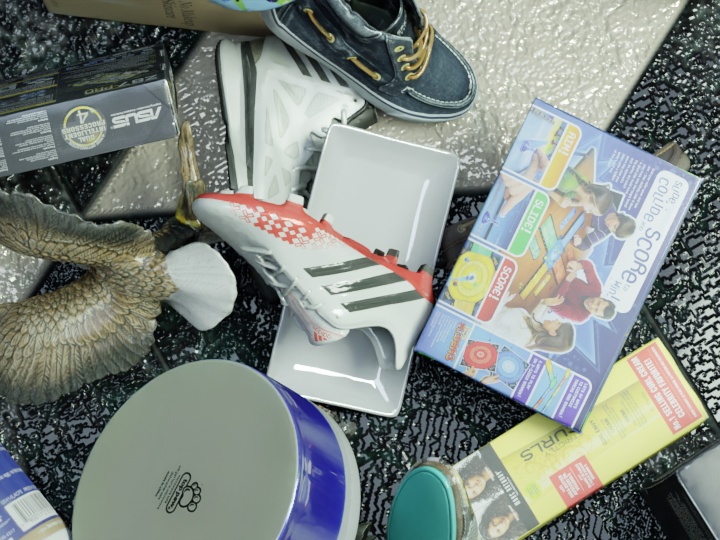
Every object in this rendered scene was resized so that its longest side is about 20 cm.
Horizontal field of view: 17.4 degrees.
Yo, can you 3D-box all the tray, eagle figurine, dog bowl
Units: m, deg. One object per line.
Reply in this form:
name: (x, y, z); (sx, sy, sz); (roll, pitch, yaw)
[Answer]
tray: (0.000, 0.000, 1.727); (0.107, 0.022, 0.202); (13, 93, -16)
eagle figurine: (-0.196, 0.001, 1.695); (0.199, 0.151, 0.153); (-17, 75, -25)
dog bowl: (-0.103, 0.167, 1.648); (0.199, 0.079, 0.201); (-17, 58, 29)

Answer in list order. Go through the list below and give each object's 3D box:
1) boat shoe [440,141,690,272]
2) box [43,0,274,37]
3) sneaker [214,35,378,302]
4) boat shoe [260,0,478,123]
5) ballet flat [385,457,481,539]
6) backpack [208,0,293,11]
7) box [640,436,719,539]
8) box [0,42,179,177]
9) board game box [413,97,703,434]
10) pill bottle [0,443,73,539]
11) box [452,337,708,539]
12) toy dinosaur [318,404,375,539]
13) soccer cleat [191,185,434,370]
boat shoe: (0.148, -0.049, 1.735); (0.199, 0.075, 0.074); (-29, 82, -5)
box: (-0.136, -0.229, 1.756); (0.198, 0.095, 0.078); (7, 81, 3)
sneaker: (-0.040, -0.082, 1.739); (0.114, 0.076, 0.202); (-8, 78, 1)
boat shoe: (0.027, -0.163, 1.699); (0.199, 0.091, 0.071); (25, 73, -34)
ballet flat: (0.051, 0.210, 1.664); (0.071, 0.072, 0.202); (11, 117, 2)
backpack: (-0.094, -0.281, 1.624); (0.199, 0.135, 0.183); (29, 76, 29)
box: (0.317, 0.144, 1.639); (0.199, 0.198, 0.124); (-31, 83, -4)
box: (-0.231, -0.111, 1.702); (0.198, 0.161, 0.049); (-13, 103, -3)
board game box: (0.141, -0.003, 1.680); (0.135, 0.034, 0.201); (27, 92, 6)
pill bottle: (-0.305, 0.154, 1.684); (0.116, 0.116, 0.200); (-39, 82, -6)
box: (0.151, 0.133, 1.716); (0.199, 0.050, 0.076); (-31, 82, -5)
toy dinosaur: (-0.049, 0.201, 1.700); (0.135, 0.102, 0.201); (22, 96, 26)
soccer cleat: (-0.036, 0.005, 1.663); (0.199, 0.068, 0.086); (26, 75, -27)
